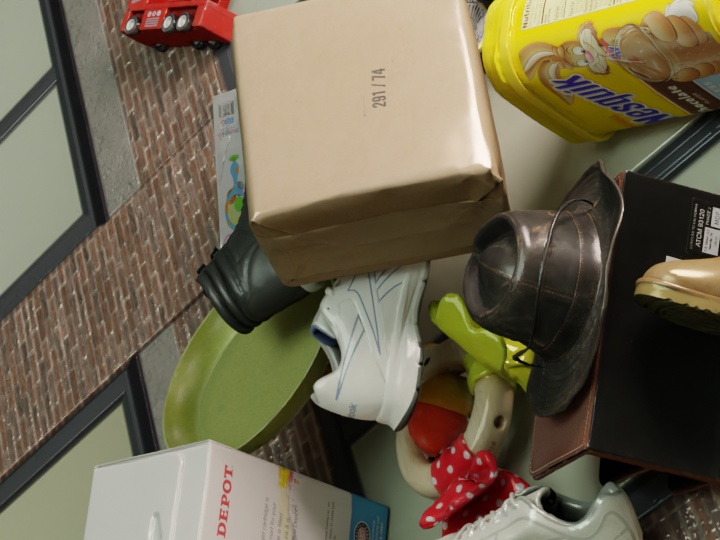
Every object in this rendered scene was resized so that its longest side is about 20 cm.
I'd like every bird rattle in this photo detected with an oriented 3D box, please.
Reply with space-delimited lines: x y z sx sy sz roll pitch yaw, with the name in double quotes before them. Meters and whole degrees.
"bird rattle" 0.084 0.121 1.529 0.163 0.112 0.202 -3 78 62

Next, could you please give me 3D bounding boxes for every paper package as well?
"paper package" 0.006 -0.106 1.496 0.189 0.104 0.201 -11 56 5

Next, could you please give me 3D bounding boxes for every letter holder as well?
"letter holder" 0.195 0.053 1.415 0.142 0.100 0.202 134 147 -69

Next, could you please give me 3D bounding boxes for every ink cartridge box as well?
"ink cartridge box" -0.101 0.238 1.564 0.145 0.199 0.148 -15 60 42

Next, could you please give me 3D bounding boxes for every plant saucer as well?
"plant saucer" -0.083 0.076 1.607 0.199 0.031 0.201 -35 33 27

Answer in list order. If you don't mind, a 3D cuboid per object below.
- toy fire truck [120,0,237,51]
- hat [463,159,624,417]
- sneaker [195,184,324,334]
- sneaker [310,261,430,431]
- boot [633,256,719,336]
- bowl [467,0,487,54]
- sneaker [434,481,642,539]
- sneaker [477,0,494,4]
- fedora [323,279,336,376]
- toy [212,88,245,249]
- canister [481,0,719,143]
"toy fire truck" -0.155 -0.297 2.003 0.199 0.049 0.142 4 74 49
"hat" 0.117 0.006 1.395 0.201 0.080 0.203 -168 90 -82
"sneaker" -0.092 -0.027 1.626 0.099 0.071 0.201 -34 34 14
"sneaker" 0.008 0.020 1.513 0.075 0.086 0.202 107 169 -64
"boot" 0.281 -0.052 1.344 0.066 0.173 0.202 138 144 -75
"bowl" 0.018 -0.160 1.690 0.199 0.095 0.201 -8 34 5
"sneaker" 0.109 0.193 1.412 0.198 0.082 0.075 -9 19 23
"sneaker" 0.149 -0.242 1.629 0.130 0.079 0.200 -45 48 32
"fedora" 0.000 0.000 1.664 0.200 0.081 0.203 -23 60 47
"toy" -0.079 -0.068 1.794 0.115 0.047 0.202 -11 85 48
"canister" 0.211 -0.166 1.470 0.199 0.148 0.087 -10 62 42
